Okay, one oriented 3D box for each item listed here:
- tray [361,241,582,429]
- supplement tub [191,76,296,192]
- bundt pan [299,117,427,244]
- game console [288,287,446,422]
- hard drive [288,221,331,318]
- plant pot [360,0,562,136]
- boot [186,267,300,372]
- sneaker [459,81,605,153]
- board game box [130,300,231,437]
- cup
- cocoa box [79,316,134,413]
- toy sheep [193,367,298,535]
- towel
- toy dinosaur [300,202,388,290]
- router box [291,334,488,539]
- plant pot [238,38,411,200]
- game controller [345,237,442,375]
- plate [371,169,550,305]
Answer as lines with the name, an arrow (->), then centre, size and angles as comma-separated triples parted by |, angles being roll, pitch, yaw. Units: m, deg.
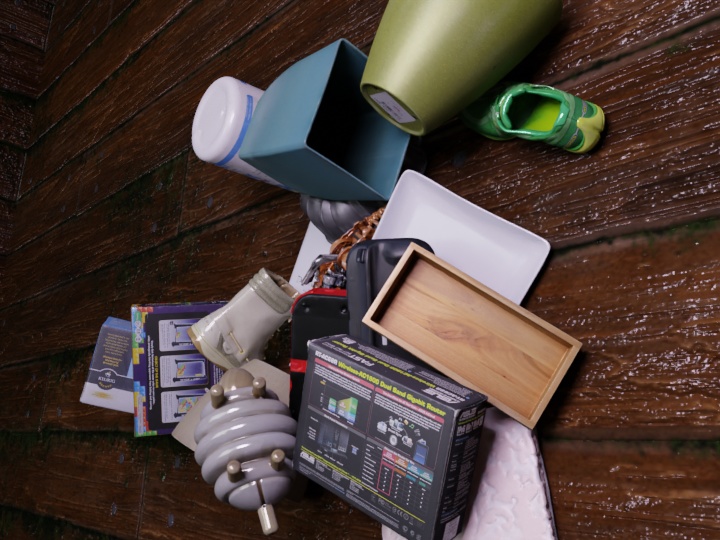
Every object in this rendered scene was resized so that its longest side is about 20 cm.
tray -> 0.112, 0.065, 0.758 | 0.199, 0.037, 0.099 | 32, 84, 12
supplement tub -> -0.146, -0.205, 1.144 | 0.132, 0.199, 0.133 | -21, 61, 45
bundt pan -> -0.010, -0.134, 1.023 | 0.201, 0.076, 0.203 | -22, 54, 34
game console -> 0.007, 0.114, 0.872 | 0.199, 0.031, 0.178 | 3, 95, 23
hard drive -> -0.050, -0.011, 1.100 | 0.132, 0.027, 0.201 | 26, 98, 51
plant pot -> 0.095, -0.259, 0.836 | 0.200, 0.187, 0.187 | -54, 39, -5
boot -> -0.142, 0.090, 1.090 | 0.155, 0.200, 0.072 | -42, 52, -1
sneaker -> 0.181, -0.185, 0.832 | 0.200, 0.083, 0.074 | 25, 97, 52
board game box -> -0.273, 0.151, 1.159 | 0.057, 0.164, 0.201 | -179, 88, -73
cup -> -0.137, 0.209, 1.022 | 0.200, 0.200, 0.144 | 11, 67, 51
cocoa box -> -0.346, 0.167, 1.238 | 0.133, 0.199, 0.132 | -172, 98, -75
toy sheep -> -0.129, 0.206, 0.855 | 0.138, 0.137, 0.201 | -40, 51, 35
towel -> 0.106, 0.251, 0.772 | 0.190, 0.032, 0.201 | -16, 64, 24
toy dinosaur -> 0.000, 0.000, 0.941 | 0.200, 0.135, 0.102 | -42, 45, 23
router box -> 0.023, 0.169, 0.762 | 0.199, 0.062, 0.151 | 20, 108, 38
plant pot -> -0.055, -0.174, 0.937 | 0.199, 0.141, 0.142 | 0, 67, 50
game controller -> 0.037, 0.065, 0.825 | 0.104, 0.042, 0.201 | -2, 94, 8
plate -> 0.094, 0.012, 0.864 | 0.199, 0.032, 0.201 | 31, 103, 24
